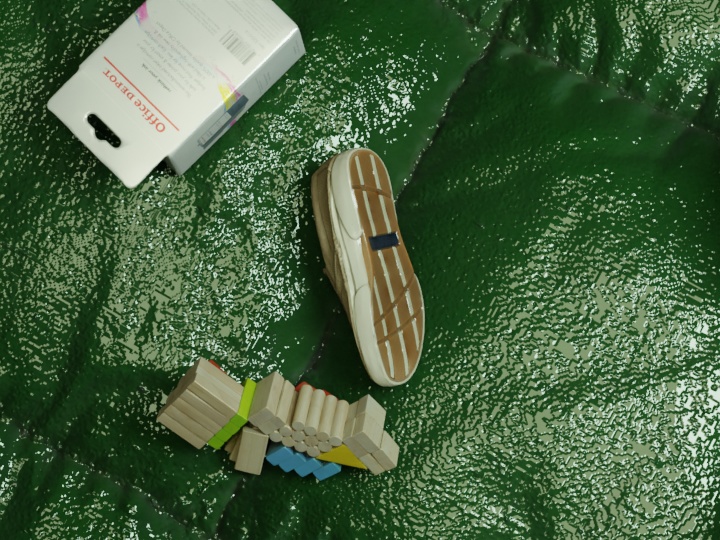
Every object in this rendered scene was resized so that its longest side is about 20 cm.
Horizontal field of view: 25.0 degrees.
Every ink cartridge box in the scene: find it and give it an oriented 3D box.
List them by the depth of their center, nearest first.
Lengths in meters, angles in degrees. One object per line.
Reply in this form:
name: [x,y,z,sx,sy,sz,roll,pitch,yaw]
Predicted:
ink cartridge box: [-0.158,-0.167,1.398,0.200,0.067,0.117,-45,80,-6]

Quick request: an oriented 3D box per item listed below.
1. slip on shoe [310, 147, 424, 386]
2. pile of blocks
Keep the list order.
slip on shoe: [0.000,0.000,1.363,0.060,0.076,0.201,-17,85,40]
pile of blocks: [-0.065,0.123,1.349,0.199,0.082,0.062,17,37,-3]
